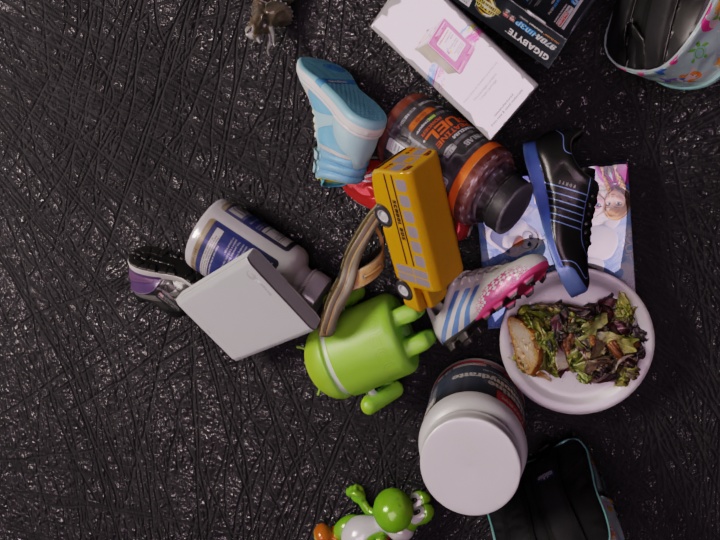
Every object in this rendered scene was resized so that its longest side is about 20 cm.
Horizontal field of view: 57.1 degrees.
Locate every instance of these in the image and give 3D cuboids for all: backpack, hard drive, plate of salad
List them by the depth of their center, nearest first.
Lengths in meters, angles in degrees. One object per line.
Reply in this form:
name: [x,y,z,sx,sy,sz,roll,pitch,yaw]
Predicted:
backpack: [0.370,-0.306,0.731,0.147,0.178,0.204,15,107,-22]
plate of salad: [0.280,0.098,0.861,0.194,0.048,0.206,4,105,13]
backpack: [0.266,0.358,0.879,0.173,0.201,0.155,-27,110,15]
hard drive: [-0.159,0.054,0.910,0.198,0.026,0.132,-24,115,45]

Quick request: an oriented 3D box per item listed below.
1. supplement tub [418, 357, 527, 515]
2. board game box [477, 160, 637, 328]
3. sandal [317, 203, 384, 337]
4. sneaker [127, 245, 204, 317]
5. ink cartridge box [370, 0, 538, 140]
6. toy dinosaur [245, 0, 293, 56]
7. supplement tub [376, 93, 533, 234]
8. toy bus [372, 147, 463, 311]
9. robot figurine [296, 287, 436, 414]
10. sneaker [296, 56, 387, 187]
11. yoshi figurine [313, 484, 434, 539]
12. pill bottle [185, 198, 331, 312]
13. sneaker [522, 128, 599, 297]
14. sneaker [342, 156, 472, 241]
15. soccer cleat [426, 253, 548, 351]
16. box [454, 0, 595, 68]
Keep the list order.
supplement tub: [0.150,0.212,0.876,0.136,0.200,0.145,3,102,12]
board game box: [0.259,-0.031,0.883,0.194,0.043,0.205,-6,101,15]
sandal: [0.000,0.000,0.873,0.053,0.080,0.204,22,97,-7]
sneaker: [-0.262,0.034,1.019,0.195,0.076,0.089,19,125,9]
ink cartridge box: [0.120,-0.264,0.817,0.200,0.144,0.085,45,111,1]
toy dinosaur: [-0.103,-0.406,0.891,0.101,0.077,0.202,36,102,-9]
supplement tub: [0.120,-0.131,0.833,0.199,0.106,0.108,40,109,26]
toy bus: [0.074,-0.045,0.814,0.077,0.065,0.204,15,132,45]
robot figurine: [0.006,0.108,0.934,0.196,0.115,0.179,-23,89,17]
sneaker: [-0.045,-0.191,0.883,0.201,0.078,0.133,57,140,41]
yoshi figurine: [0.013,0.383,0.996,0.198,0.112,0.114,-33,86,14]
pill bottle: [-0.143,-0.005,0.950,0.197,0.111,0.113,32,107,6]
sneaker: [0.260,-0.073,0.810,0.076,0.070,0.206,-16,87,22]
sneaker: [0.062,-0.097,0.896,0.196,0.085,0.079,23,105,8]
soccer cleat: [0.155,0.025,0.864,0.200,0.069,0.088,-47,64,38]
box: [0.204,-0.351,0.767,0.157,0.046,0.201,35,63,3]
